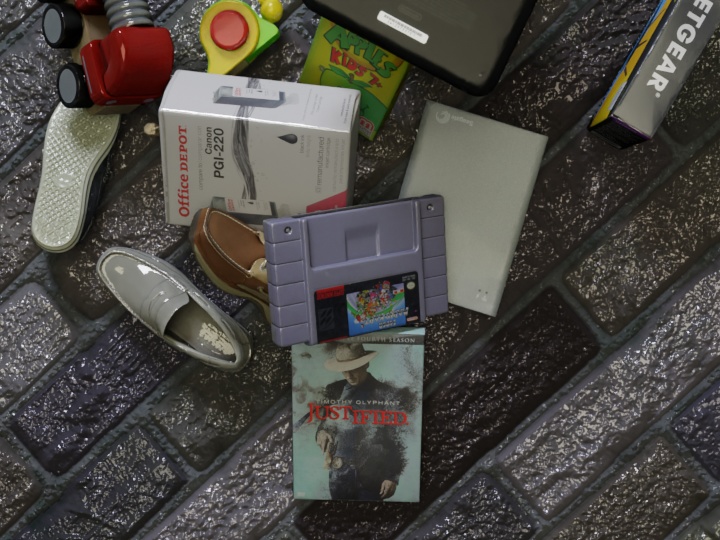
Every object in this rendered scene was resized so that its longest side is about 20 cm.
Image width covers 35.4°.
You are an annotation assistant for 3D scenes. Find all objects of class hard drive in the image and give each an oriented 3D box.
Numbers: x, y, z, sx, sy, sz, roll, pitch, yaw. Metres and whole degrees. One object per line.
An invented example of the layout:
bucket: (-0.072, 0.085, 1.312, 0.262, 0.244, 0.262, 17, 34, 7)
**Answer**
hard drive: (0.109, -0.068, 1.223, 0.137, 0.033, 0.204, 16, 92, 2)

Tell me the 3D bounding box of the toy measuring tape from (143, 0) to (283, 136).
toy measuring tape: (-0.167, -0.230, 1.212, 0.199, 0.074, 0.074, -39, 90, 3)

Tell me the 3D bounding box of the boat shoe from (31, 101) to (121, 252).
boat shoe: (-0.308, -0.113, 1.226, 0.073, 0.062, 0.204, 12, 77, -2)

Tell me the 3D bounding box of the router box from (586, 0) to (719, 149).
router box: (0.312, -0.226, 1.151, 0.051, 0.149, 0.202, 30, 92, 0)

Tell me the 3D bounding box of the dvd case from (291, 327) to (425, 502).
dvd case: (-0.004, 0.155, 1.210, 0.143, 0.022, 0.204, 2, 109, 1)

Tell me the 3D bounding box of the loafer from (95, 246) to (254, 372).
loafer: (-0.202, 0.040, 1.221, 0.198, 0.070, 0.071, 32, 93, 1)

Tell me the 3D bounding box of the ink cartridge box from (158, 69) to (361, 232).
ink cartridge box: (-0.105, -0.118, 1.174, 0.196, 0.085, 0.148, 7, 129, 4)

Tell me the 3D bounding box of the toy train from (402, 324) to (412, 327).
toy train: (0.004, 0.028, 1.195, 0.201, 0.034, 0.046, 53, 56, -26)

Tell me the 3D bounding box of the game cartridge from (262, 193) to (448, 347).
game cartridge: (0.000, 0.000, 1.146, 0.197, 0.038, 0.132, -11, 101, -26)

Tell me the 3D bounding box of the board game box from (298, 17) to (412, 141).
board game box: (0.006, -0.227, 1.143, 0.101, 0.201, 0.048, 33, 59, 2)

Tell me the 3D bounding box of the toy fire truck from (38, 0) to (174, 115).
toy fire truck: (-0.222, -0.272, 1.151, 0.198, 0.127, 0.179, -20, 83, 46)

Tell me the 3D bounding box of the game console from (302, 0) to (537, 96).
game console: (0.065, -0.278, 1.056, 0.197, 0.116, 0.178, 26, 93, -1)

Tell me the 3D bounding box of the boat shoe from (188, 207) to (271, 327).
boat shoe: (-0.092, -0.003, 1.168, 0.073, 0.200, 0.077, -17, 49, 32)
